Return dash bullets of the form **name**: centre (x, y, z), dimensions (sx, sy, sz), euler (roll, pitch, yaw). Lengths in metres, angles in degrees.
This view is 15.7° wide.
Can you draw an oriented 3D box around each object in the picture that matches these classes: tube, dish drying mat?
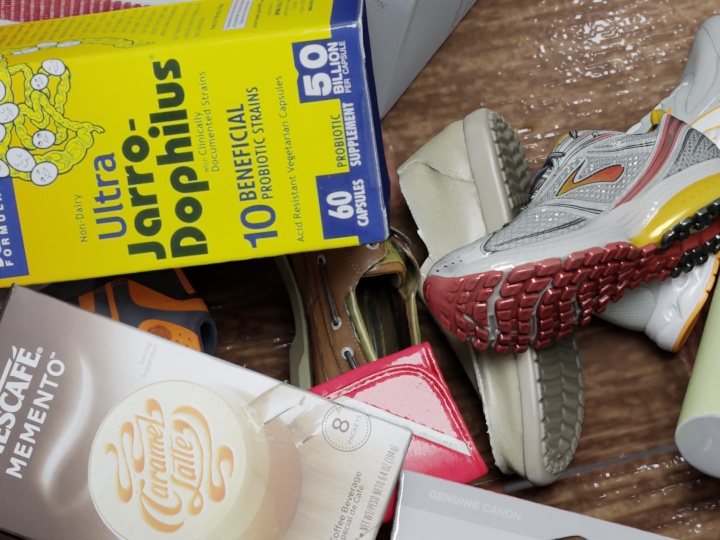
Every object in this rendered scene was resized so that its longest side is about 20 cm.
- **tube**: centre (0.210, 0.020, 1.375), dimensions (0.052, 0.058, 0.200), euler (16, 47, 7)
- **dish drying mat**: centre (-0.043, 0.107, 1.282), dimensions (0.200, 0.018, 0.077), euler (-24, 82, -7)

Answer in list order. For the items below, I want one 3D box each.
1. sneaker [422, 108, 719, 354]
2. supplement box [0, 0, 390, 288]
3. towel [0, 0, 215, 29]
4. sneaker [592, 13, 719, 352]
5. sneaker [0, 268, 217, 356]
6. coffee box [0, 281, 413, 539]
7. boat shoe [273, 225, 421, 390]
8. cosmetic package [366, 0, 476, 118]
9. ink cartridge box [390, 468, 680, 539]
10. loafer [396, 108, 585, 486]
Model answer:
- **sneaker**: centre (0.107, -0.022, 1.326), dimensions (0.200, 0.078, 0.082), euler (-23, 62, -35)
- **supplement box**: centre (-0.090, -0.067, 1.266), dimensions (0.200, 0.110, 0.109), euler (-7, 106, 3)
- **towel**: centre (-0.115, -0.120, 1.325), dimensions (0.144, 0.200, 0.023), euler (9, 30, -8)
- **sneaker**: centre (0.160, -0.060, 1.422), dimensions (0.092, 0.076, 0.200), euler (17, 65, 2)
- **sneaker**: centre (-0.154, 0.064, 1.310), dimensions (0.200, 0.078, 0.112), euler (-37, 78, -21)
- **coffee box**: centre (-0.088, 0.097, 1.232), dimensions (0.200, 0.080, 0.114), euler (20, 80, 1)
- **boat shoe**: centre (0.000, 0.000, 1.350), dimensions (0.072, 0.068, 0.200), euler (-2, 79, -47)
- **cosmetic package**: centre (0.009, -0.224, 1.409), dimensions (0.165, 0.165, 0.200), euler (35, 67, 6)
- **ink cartridge box**: centre (0.092, 0.207, 1.278), dimensions (0.200, 0.045, 0.176), euler (16, 65, -15)
- **loafer**: centre (0.067, 0.018, 1.375), dimensions (0.068, 0.076, 0.200), euler (-15, 78, 24)
